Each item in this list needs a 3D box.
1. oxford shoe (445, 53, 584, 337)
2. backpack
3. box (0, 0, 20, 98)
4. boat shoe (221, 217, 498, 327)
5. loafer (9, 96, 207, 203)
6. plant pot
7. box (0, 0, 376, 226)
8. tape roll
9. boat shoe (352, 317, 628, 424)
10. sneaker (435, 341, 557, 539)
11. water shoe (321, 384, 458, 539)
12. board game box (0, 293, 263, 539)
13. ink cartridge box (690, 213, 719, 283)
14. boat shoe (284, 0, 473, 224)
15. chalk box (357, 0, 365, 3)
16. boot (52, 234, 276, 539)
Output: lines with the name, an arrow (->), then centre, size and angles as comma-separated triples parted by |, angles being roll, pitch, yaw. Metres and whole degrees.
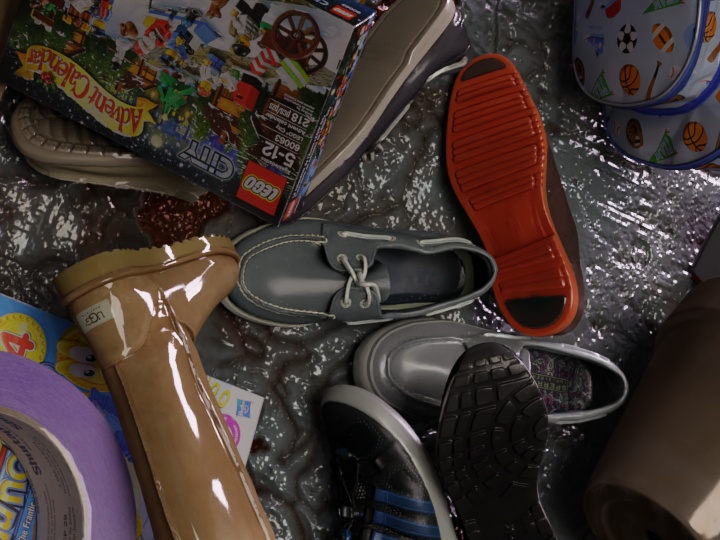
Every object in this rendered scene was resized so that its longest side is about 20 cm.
oxford shoe -> 0.109, -0.050, 1.711 | 0.073, 0.071, 0.200 | 9, 69, -69
backpack -> 0.240, -0.162, 1.730 | 0.154, 0.200, 0.191 | -5, 95, -28
box -> -0.290, -0.172, 1.477 | 0.200, 0.021, 0.164 | 28, 71, -28
boat shoe -> 0.000, 0.000, 1.625 | 0.200, 0.062, 0.073 | 1, 85, -33
loafer -> -0.121, -0.077, 1.549 | 0.200, 0.068, 0.076 | -2, 51, -19
plant pot -> 0.250, 0.132, 1.693 | 0.174, 0.200, 0.200 | -43, 108, -28
box -> -0.105, -0.132, 1.457 | 0.200, 0.137, 0.038 | 27, 26, 11
tape roll -> -0.228, 0.145, 1.396 | 0.200, 0.066, 0.200 | 4, 82, -32
boat shoe -> 0.093, 0.068, 1.672 | 0.201, 0.071, 0.070 | 7, 82, -31
sneaker -> 0.080, 0.123, 1.628 | 0.076, 0.088, 0.200 | -14, 122, -8
water shoe -> 0.015, 0.172, 1.612 | 0.079, 0.071, 0.200 | -32, 103, -33
board game box -> -0.176, 0.138, 1.501 | 0.196, 0.056, 0.200 | 23, 73, -29
ink cartridge box -> 0.367, 0.004, 1.810 | 0.200, 0.083, 0.146 | -14, 52, -33
boat shoe -> 0.006, -0.097, 1.633 | 0.200, 0.073, 0.063 | -51, 130, -17
chalk box -> -0.087, -0.225, 1.532 | 0.200, 0.124, 0.125 | 34, 64, 6
boot -> -0.096, 0.085, 1.465 | 0.175, 0.066, 0.200 | -12, 76, -60
